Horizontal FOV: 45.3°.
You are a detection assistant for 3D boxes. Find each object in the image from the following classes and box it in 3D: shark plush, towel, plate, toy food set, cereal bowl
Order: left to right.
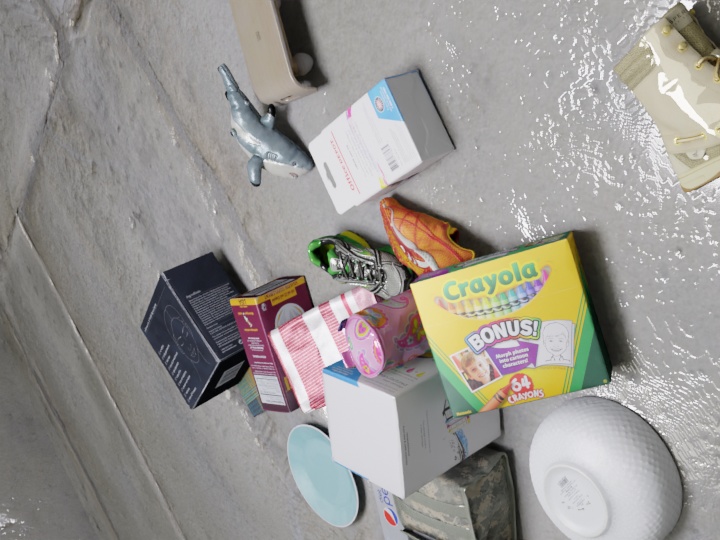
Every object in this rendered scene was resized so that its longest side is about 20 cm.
[{"bbox_3d":[-0.220,0.174,1.670,0.146,0.021,0.203,-37,80,52],"label":"towel"},{"bbox_3d":[-0.151,-0.229,1.332,0.082,0.091,0.203,-23,95,36],"label":"shark plush"},{"bbox_3d":[-0.125,-0.350,1.266,0.143,0.059,0.204,3,109,62],"label":"toy food set"},{"bbox_3d":[-0.064,0.371,1.577,0.198,0.025,0.204,25,126,40],"label":"plate"},{"bbox_3d":[-0.037,0.121,1.334,0.197,0.023,0.146,-26,87,19],"label":"towel"},{"bbox_3d":[0.284,0.263,1.055,0.198,0.082,0.204,27,129,39],"label":"cereal bowl"}]

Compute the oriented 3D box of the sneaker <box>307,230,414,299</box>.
[{"bbox_3d":[0.000,0.000,1.252,0.198,0.084,0.080,20,112,43],"label":"sneaker"}]

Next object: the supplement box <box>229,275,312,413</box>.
[{"bbox_3d":[-0.130,0.124,1.460,0.085,0.109,0.204,-4,106,50],"label":"supplement box"}]

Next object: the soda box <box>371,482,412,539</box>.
[{"bbox_3d":[0.063,0.344,1.373,0.063,0.068,0.204,3,111,48],"label":"soda box"}]

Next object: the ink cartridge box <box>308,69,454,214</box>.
[{"bbox_3d":[0.022,-0.167,1.162,0.199,0.067,0.117,-28,86,52],"label":"ink cartridge box"}]

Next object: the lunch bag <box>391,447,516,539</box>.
[{"bbox_3d":[0.137,0.352,1.254,0.162,0.117,0.204,10,122,47],"label":"lunch bag"}]

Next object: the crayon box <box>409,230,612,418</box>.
[{"bbox_3d":[0.179,0.066,1.028,0.196,0.058,0.176,-17,99,22],"label":"crayon box"}]

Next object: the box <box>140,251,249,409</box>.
[{"bbox_3d":[-0.296,0.113,1.611,0.198,0.123,0.201,52,140,13],"label":"box"}]

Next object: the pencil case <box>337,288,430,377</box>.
[{"bbox_3d":[0.067,0.071,1.122,0.087,0.198,0.089,26,126,42],"label":"pencil case"}]

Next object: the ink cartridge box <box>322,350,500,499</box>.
[{"bbox_3d":[0.072,0.179,1.171,0.146,0.198,0.148,13,117,46],"label":"ink cartridge box"}]

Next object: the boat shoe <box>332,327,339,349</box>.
[{"bbox_3d":[-0.034,0.166,1.408,0.065,0.073,0.205,19,112,47],"label":"boat shoe"}]

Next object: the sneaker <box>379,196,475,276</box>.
[{"bbox_3d":[0.087,-0.040,1.159,0.200,0.076,0.074,49,161,44],"label":"sneaker"}]

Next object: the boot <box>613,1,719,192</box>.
[{"bbox_3d":[0.332,-0.180,0.777,0.157,0.072,0.200,59,147,5],"label":"boot"}]
